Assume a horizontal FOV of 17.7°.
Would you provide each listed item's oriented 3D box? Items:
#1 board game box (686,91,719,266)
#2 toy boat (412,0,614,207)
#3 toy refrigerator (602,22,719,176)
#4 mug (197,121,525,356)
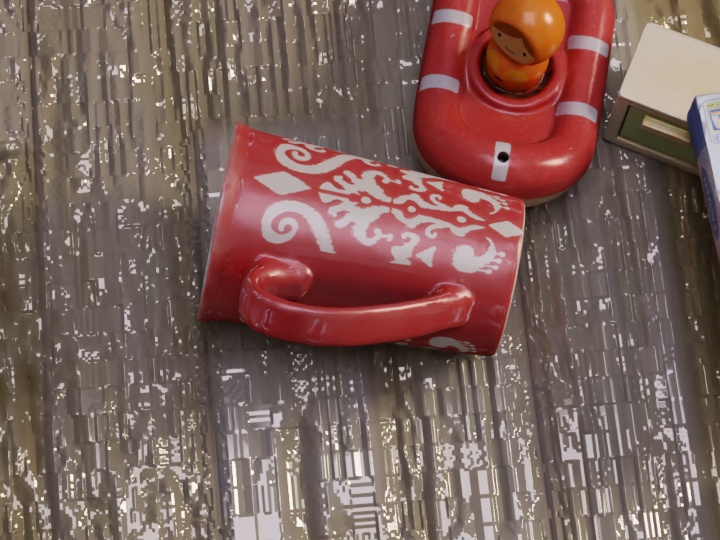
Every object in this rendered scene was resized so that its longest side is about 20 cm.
[{"bbox_3d":[0.333,-0.032,1.525,0.199,0.043,0.200,-8,72,-3],"label":"board game box"},{"bbox_3d":[0.108,-0.146,1.586,0.130,0.131,0.201,10,67,1],"label":"toy boat"},{"bbox_3d":[0.275,-0.094,1.606,0.199,0.076,0.070,22,70,5],"label":"toy refrigerator"},{"bbox_3d":[-0.002,0.004,1.525,0.199,0.134,0.178,11,55,-4],"label":"mug"}]
